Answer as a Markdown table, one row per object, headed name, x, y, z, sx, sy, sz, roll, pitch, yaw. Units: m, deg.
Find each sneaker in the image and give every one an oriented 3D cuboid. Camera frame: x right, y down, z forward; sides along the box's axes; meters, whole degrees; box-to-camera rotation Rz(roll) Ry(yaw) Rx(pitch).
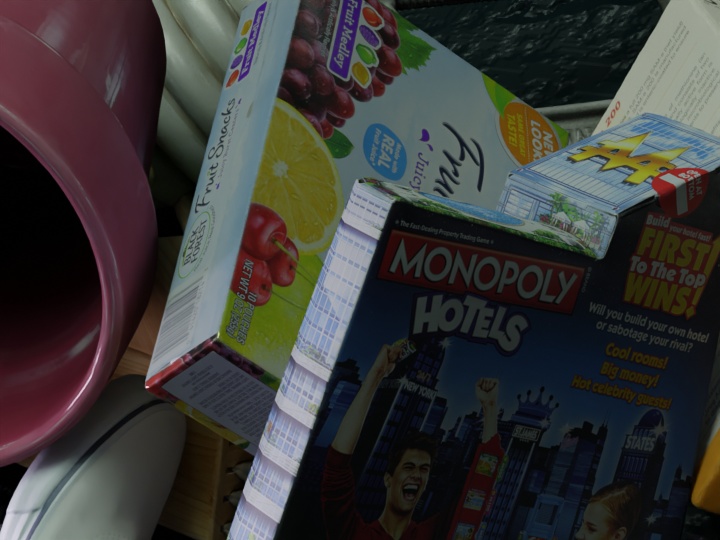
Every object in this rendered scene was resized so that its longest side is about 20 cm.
| name | x | y | z | sx | sy | sz | roll | pitch | yaw |
| --- | --- | --- | --- | --- | --- | --- | --- | --- | --- |
| sneaker | -0.111 | 0.141 | 1.140 | 0.071 | 0.073 | 0.201 | 26 | 92 | 33 |

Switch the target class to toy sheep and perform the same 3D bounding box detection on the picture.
| name | x | y | z | sx | sy | sz | roll | pitch | yaw |
| --- | --- | --- | --- | --- | --- | --- | --- | --- | --- |
| toy sheep | -0.075 | -0.089 | 1.381 | 0.200 | 0.138 | 0.138 | -34 | 34 | 8 |

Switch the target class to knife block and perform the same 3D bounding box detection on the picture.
| name | x | y | z | sx | sy | sz | roll | pitch | yaw |
| --- | --- | --- | --- | --- | --- | --- | --- | --- | --- |
| knife block | -0.059 | 0.081 | 1.198 | 0.200 | 0.064 | 0.176 | -43 | 64 | 38 |

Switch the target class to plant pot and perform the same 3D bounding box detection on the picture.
| name | x | y | z | sx | sy | sz | roll | pitch | yaw |
| --- | --- | --- | --- | --- | --- | --- | --- | --- | --- |
| plant pot | -0.163 | -0.050 | 1.151 | 0.199 | 0.201 | 0.179 | -12 | 31 | 24 |

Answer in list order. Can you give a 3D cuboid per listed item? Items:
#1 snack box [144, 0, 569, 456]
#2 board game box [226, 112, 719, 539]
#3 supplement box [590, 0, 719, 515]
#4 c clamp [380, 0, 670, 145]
| name | x | y | z | sx | sy | sz | roll | pitch | yaw |
| --- | --- | --- | --- | --- | --- | --- | --- | --- | --- |
| snack box | 0.004 | -0.007 | 1.117 | 0.053 | 0.142 | 0.201 | -33 | 34 | 41 |
| board game box | 0.050 | 0.034 | 1.000 | 0.062 | 0.199 | 0.201 | 25 | 97 | 48 |
| supplement box | 0.153 | -0.004 | 1.106 | 0.126 | 0.073 | 0.200 | -60 | 28 | 22 |
| c clamp | 0.068 | -0.113 | 1.309 | 0.199 | 0.027 | 0.171 | -2 | 53 | -4 |
